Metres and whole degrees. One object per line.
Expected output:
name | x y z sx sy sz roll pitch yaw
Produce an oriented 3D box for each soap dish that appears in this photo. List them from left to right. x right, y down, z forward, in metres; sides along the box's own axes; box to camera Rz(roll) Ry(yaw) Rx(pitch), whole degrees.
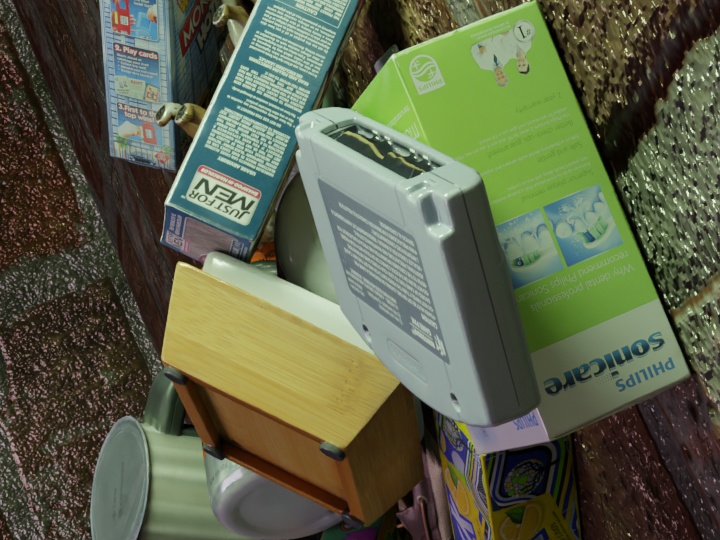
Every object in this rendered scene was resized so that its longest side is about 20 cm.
soap dish | -0.040 0.081 1.156 0.156 0.082 0.200 25 160 15

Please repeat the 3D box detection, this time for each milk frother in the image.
milk frother | -0.129 0.168 1.517 0.200 0.186 0.183 -27 56 56

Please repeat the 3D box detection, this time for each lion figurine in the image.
lion figurine | -0.080 -0.127 1.381 0.122 0.202 0.072 29 163 -29

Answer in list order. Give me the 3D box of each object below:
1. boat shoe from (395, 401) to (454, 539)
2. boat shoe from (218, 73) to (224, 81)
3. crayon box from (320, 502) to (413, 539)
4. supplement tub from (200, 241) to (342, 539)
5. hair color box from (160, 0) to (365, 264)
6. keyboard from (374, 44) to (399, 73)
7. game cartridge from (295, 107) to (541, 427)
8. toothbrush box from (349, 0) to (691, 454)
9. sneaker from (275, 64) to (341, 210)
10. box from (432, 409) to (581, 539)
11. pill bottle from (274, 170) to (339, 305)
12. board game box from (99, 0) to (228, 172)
boat shoe | 0.061 0.162 1.280 0.071 0.072 0.202 14 128 33
boat shoe | -0.086 -0.107 1.541 0.201 0.061 0.075 94 151 -63
crayon box | 0.030 0.248 1.422 0.200 0.058 0.174 -68 -40 -64
supplement tub | -0.064 0.087 1.377 0.123 0.121 0.202 86 173 -55
hair color box | -0.056 -0.105 1.136 0.060 0.202 0.100 24 165 -1
keyboard | 0.052 -0.045 1.183 0.056 0.011 0.202 149 100 -83
game cartridge | 0.026 0.000 0.911 0.200 0.040 0.135 -144 39 -64
toothbrush box | 0.075 -0.016 0.953 0.202 0.085 0.146 67 167 3
sneaker | -0.021 -0.076 1.350 0.201 0.073 0.119 56 -145 -50
box | 0.097 0.155 1.179 0.070 0.064 0.201 49 158 46
pill bottle | 0.000 0.000 1.207 0.200 0.111 0.113 95 151 -73
board game box | -0.144 -0.219 1.428 0.201 0.061 0.201 86 -159 -53
